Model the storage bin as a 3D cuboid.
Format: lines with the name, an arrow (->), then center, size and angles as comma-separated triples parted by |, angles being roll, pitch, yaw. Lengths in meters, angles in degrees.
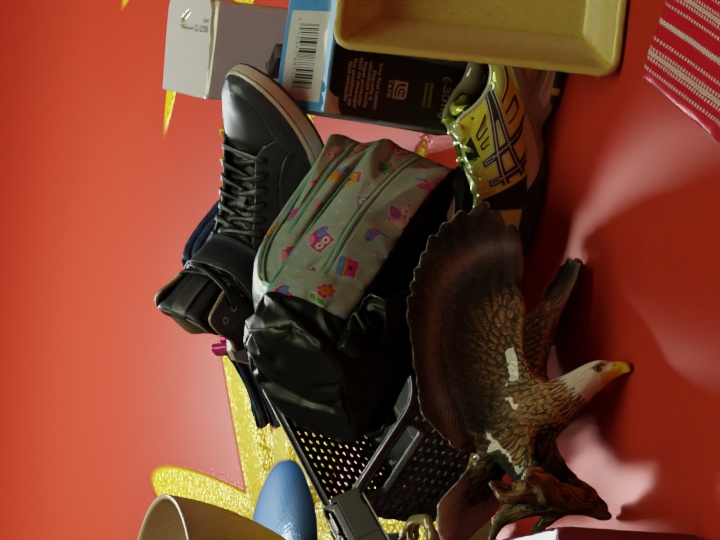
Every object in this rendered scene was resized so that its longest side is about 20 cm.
storage bin -> 0.011, 0.084, 1.606 | 0.135, 0.094, 0.200 | -58, 40, 25

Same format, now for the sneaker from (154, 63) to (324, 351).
sneaker -> -0.091, -0.035, 1.500 | 0.077, 0.146, 0.202 | 23, 142, 40

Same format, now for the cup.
cup -> -0.115, 0.304, 1.866 | 0.200, 0.143, 0.200 | -175, 90, -69

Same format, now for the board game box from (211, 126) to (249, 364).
board game box -> -0.058, -0.010, 1.756 | 0.026, 0.200, 0.200 | -5, 78, 31

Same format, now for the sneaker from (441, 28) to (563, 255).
sneaker -> 0.093, -0.092, 1.524 | 0.075, 0.076, 0.200 | -154, 68, -66

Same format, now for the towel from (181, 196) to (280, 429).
towel -> -0.085, 0.033, 1.777 | 0.049, 0.200, 0.112 | -5, 35, 32

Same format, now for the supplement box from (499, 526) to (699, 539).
supplement box -> 0.125, 0.239, 1.321 | 0.200, 0.103, 0.131 | 149, 126, -64

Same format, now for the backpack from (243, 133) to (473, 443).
backpack -> 0.000, 0.000, 1.453 | 0.200, 0.127, 0.167 | -60, -14, -25

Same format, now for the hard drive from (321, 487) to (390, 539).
hard drive -> 0.033, 0.269, 1.490 | 0.140, 0.038, 0.200 | -125, 12, -61

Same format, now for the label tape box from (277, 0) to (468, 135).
label tape box -> 0.040, -0.176, 1.542 | 0.066, 0.200, 0.143 | 9, 93, 52

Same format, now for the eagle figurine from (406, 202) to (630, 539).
eagle figurine -> 0.106, 0.076, 1.392 | 0.152, 0.151, 0.200 | 108, 147, -55

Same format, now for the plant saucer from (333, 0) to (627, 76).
plant saucer -> 0.092, -0.242, 1.450 | 0.048, 0.200, 0.200 | -10, -74, -83

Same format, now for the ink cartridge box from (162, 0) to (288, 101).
ink cartridge box -> -0.053, -0.177, 1.750 | 0.144, 0.200, 0.084 | -158, 75, -68

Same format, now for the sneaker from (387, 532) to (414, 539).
sneaker -> -0.001, 0.301, 1.673 | 0.082, 0.073, 0.200 | -108, 31, -43

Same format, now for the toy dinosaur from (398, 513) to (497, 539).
toy dinosaur -> 0.081, 0.210, 1.536 | 0.101, 0.058, 0.200 | 13, 105, 54

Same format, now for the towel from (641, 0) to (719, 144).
towel -> 0.229, -0.186, 1.274 | 0.145, 0.022, 0.200 | -122, 42, -59
